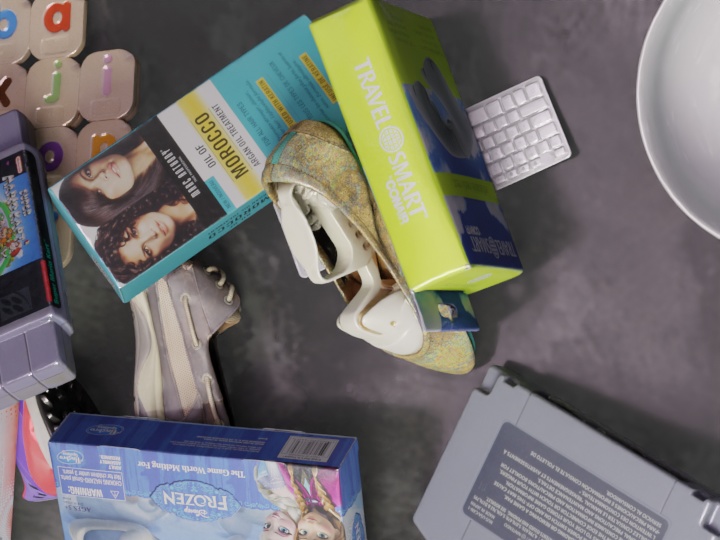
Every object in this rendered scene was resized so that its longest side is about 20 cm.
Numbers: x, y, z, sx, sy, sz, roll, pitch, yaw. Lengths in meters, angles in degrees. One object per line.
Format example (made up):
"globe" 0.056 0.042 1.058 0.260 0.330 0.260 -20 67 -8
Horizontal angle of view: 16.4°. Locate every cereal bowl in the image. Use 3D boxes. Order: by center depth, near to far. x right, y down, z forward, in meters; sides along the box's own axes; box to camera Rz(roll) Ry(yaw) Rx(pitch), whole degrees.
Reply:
"cereal bowl" 0.268 -0.108 1.485 0.200 0.083 0.200 2 95 20

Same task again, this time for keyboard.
"keyboard" 0.038 -0.059 1.608 0.200 0.011 0.056 -24 86 19

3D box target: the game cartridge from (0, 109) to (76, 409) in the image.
"game cartridge" -0.251 0.001 1.586 0.129 0.038 0.200 -25 56 16

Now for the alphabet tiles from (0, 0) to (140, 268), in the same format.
"alphabet tiles" -0.240 -0.089 1.673 0.200 0.015 0.196 -6 73 20

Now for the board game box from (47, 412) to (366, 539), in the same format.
"board game box" -0.092 0.194 1.619 0.200 0.043 0.199 3 119 19

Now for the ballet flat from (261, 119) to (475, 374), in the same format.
"ballet flat" 0.000 0.000 1.560 0.071 0.071 0.200 -24 112 19

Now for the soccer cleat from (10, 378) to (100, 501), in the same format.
"soccer cleat" -0.237 0.060 1.688 0.073 0.068 0.200 -32 81 36

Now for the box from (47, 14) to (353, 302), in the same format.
"box" -0.093 -0.072 1.590 0.200 0.049 0.082 -35 82 -8

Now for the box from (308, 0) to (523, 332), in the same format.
"box" 0.039 -0.063 1.538 0.048 0.122 0.200 -23 82 18

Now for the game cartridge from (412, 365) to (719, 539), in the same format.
"game cartridge" 0.129 0.160 1.547 0.200 0.042 0.133 31 105 35

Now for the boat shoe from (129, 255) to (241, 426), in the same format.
"boat shoe" -0.113 0.026 1.643 0.073 0.074 0.200 -4 95 2

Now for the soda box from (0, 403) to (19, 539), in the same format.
"soda box" -0.273 0.123 1.662 0.068 0.064 0.200 29 124 34
